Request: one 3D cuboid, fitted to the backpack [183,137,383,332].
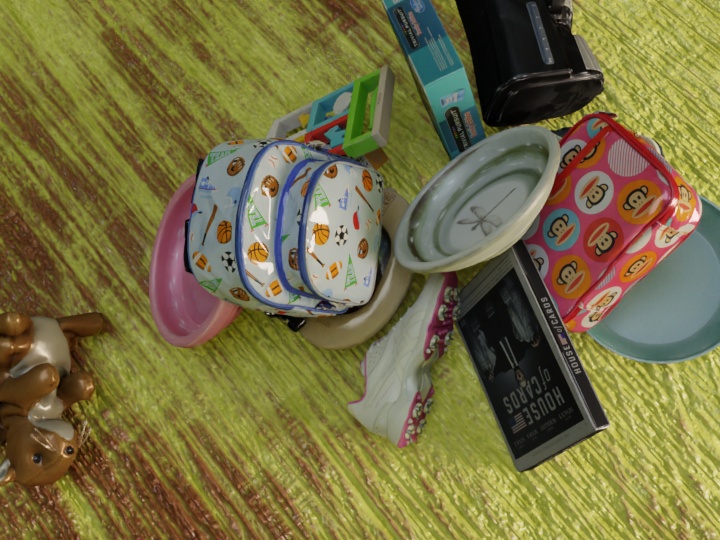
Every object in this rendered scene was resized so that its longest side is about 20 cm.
[{"bbox_3d":[-0.073,-0.041,0.857,0.153,0.190,0.201,-1,85,40],"label":"backpack"}]

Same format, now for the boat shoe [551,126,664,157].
[{"bbox_3d":[0.244,-0.125,0.989,0.199,0.066,0.075,-2,95,37],"label":"boat shoe"}]

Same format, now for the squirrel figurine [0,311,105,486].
[{"bbox_3d":[-0.393,0.155,1.004,0.199,0.141,0.188,-15,80,20],"label":"squirrel figurine"}]

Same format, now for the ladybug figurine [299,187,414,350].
[{"bbox_3d":[0.000,0.000,0.990,0.135,0.072,0.201,22,78,24],"label":"ladybug figurine"}]

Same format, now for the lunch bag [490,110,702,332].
[{"bbox_3d":[0.227,-0.056,0.908,0.200,0.082,0.176,-51,49,23],"label":"lunch bag"}]

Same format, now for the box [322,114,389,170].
[{"bbox_3d":[-0.073,-0.090,1.023,0.200,0.042,0.119,-43,35,-6],"label":"box"}]

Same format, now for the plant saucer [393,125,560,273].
[{"bbox_3d":[0.125,-0.062,0.894,0.200,0.200,0.050,-47,115,-6],"label":"plant saucer"}]

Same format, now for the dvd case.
[{"bbox_3d":[0.164,0.091,0.900,0.025,0.150,0.201,-10,67,-26],"label":"dvd case"}]

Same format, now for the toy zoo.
[{"bbox_3d":[-0.052,-0.156,1.024,0.199,0.020,0.132,-21,40,26],"label":"toy zoo"}]

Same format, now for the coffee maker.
[{"bbox_3d":[0.167,-0.275,1.023,0.191,0.135,0.201,-14,71,12],"label":"coffee maker"}]

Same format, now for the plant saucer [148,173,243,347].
[{"bbox_3d":[-0.174,-0.011,0.997,0.200,0.051,0.202,-17,68,49],"label":"plant saucer"}]

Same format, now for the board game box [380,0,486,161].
[{"bbox_3d":[0.084,-0.211,0.967,0.047,0.200,0.152,-24,63,7],"label":"board game box"}]

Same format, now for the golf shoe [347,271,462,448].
[{"bbox_3d":[0.046,0.085,0.949,0.091,0.075,0.201,18,87,26],"label":"golf shoe"}]

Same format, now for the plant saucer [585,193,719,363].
[{"bbox_3d":[0.317,0.005,0.952,0.199,0.036,0.201,-3,73,10],"label":"plant saucer"}]
